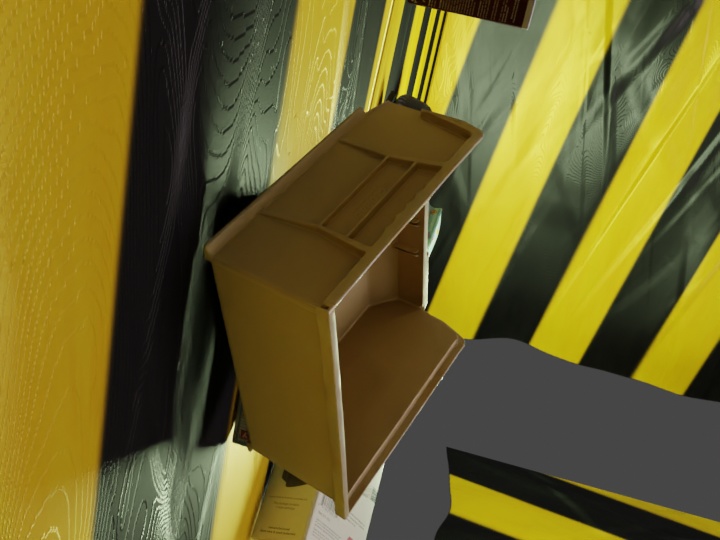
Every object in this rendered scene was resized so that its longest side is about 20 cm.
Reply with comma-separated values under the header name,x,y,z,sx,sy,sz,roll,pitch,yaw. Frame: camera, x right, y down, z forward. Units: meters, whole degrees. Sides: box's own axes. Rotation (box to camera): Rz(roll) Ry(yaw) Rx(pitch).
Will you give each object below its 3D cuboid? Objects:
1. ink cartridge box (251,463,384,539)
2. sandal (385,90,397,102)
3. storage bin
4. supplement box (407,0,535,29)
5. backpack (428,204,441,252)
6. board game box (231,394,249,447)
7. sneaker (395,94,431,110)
name,x,y,z,sx,sy,sz,roll,pitch,yaw
ink cartridge box,-0.046,0.283,1.008,0.145,0.083,0.202,54,42,-43
sandal,0.037,-0.184,1.225,0.075,0.044,0.203,-49,153,-81
storage bin,0.002,0.020,0.526,0.199,0.093,0.202,-48,148,-37
supplement box,0.182,-0.447,1.246,0.109,0.197,0.062,-66,169,-67
backpack,0.111,-0.106,1.819,0.201,0.151,0.177,83,26,-60
board game box,-0.053,0.050,0.679,0.200,0.061,0.203,-39,143,-82
sneaker,0.080,-0.272,1.483,0.082,0.074,0.201,-60,-178,43
